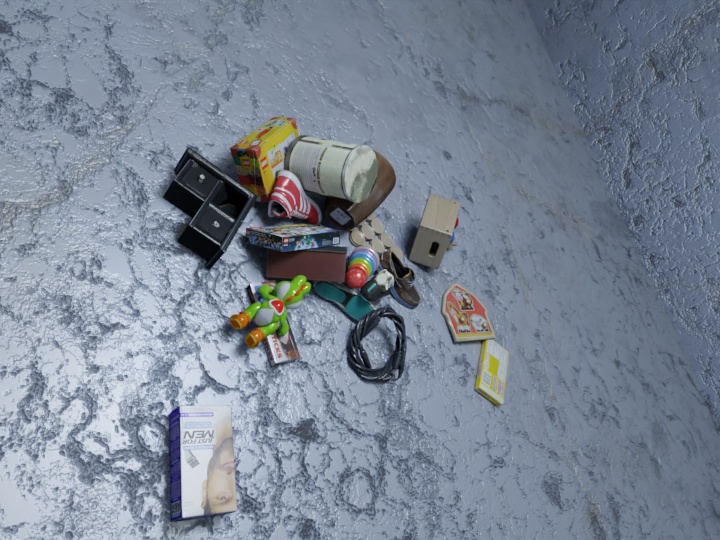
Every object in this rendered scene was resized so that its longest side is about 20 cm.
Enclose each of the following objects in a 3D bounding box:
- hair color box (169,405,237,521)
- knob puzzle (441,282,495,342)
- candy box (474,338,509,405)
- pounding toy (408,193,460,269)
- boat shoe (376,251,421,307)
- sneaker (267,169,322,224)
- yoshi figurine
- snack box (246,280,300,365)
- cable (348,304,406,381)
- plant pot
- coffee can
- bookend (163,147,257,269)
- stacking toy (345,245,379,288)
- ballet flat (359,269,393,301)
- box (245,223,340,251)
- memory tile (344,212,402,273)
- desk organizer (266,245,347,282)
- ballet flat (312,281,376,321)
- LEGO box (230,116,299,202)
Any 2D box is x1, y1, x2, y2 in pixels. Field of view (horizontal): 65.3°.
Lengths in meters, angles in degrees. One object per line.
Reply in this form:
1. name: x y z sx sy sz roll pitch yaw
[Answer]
1. hair color box: -0.301 0.363 1.072 0.109 0.065 0.201 10 60 -37
2. knob puzzle: 0.336 0.124 1.772 0.219 0.030 0.221 18 51 -23
3. candy box: 0.409 0.308 1.738 0.102 0.026 0.201 38 45 -17
4. pounding toy: 0.248 -0.110 1.760 0.141 0.201 0.185 18 48 4
5. boat shoe: 0.119 0.027 1.619 0.200 0.072 0.072 48 44 -19
6. sneaker: -0.174 -0.156 1.471 0.200 0.071 0.113 53 48 -47
7. yoshi figurine: -0.201 0.086 1.291 0.112 0.113 0.200 28 53 33
8. snack box: -0.206 0.122 1.329 0.072 0.024 0.201 -8 70 -41
9. cable: 0.048 0.186 1.465 0.162 0.051 0.201 13 79 -20
10. plant pot: -0.020 -0.216 1.591 0.187 0.187 0.201 39 54 -15
11. coffee can: -0.077 -0.266 1.463 0.146 0.199 0.147 -31 130 -47
12. bookend: -0.374 -0.146 1.303 0.200 0.092 0.199 36 47 -17
13. stacking toy: 0.000 0.000 1.484 0.085 0.085 0.200 46 18 -8
14. ballet flat: 0.056 0.038 1.516 0.068 0.068 0.200 41 16 4
15. box: -0.166 -0.085 1.404 0.199 0.136 0.038 -11 110 -49
16. memory tile: 0.034 -0.092 1.673 0.200 0.017 0.153 55 44 0
17. desk organizer: -0.133 -0.022 1.402 0.199 0.078 0.072 4 13 -3
18. ballet flat: -0.036 0.065 1.482 0.200 0.072 0.072 36 46 -19
19. LEGO box: -0.235 -0.292 1.467 0.200 0.077 0.150 -53 143 -45
